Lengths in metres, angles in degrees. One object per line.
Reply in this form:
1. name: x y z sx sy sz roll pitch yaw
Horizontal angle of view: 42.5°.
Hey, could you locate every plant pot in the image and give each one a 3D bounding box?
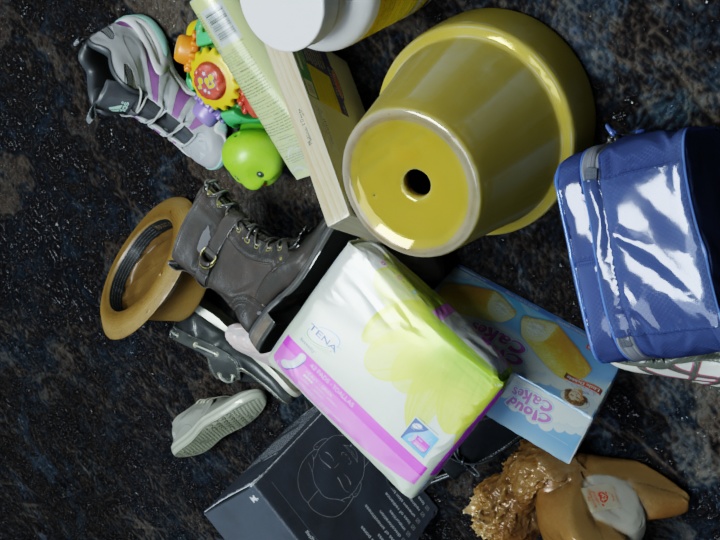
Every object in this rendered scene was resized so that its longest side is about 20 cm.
1. plant pot: 0.084 -0.108 0.811 0.198 0.189 0.203 16 124 25

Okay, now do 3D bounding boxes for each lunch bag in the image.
1. lunch bag: 0.239 -0.027 0.771 0.131 0.135 0.203 -14 87 37

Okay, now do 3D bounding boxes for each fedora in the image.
1. fedora: -0.242 0.008 1.143 0.081 0.203 0.199 30 141 -33

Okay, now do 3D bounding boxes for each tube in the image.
1. tube: -0.089 -0.179 0.882 0.051 0.058 0.202 -29 106 6

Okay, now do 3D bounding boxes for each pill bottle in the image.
1. pill bottle: -0.014 -0.252 0.787 0.110 0.200 0.113 16 124 25

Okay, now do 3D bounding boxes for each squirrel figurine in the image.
1. squirrel figurine: 0.216 0.279 0.994 0.199 0.141 0.188 34 141 19

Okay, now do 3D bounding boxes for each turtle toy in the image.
1. turtle toy: -0.122 -0.187 0.963 0.144 0.101 0.203 -4 113 35

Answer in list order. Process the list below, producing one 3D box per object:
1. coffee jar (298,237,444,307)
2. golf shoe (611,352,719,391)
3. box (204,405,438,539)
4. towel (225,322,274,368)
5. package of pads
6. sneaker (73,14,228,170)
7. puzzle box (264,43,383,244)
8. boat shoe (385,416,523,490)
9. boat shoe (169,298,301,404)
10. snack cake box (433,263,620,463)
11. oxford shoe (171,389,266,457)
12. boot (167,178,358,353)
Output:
1. coffee jar: 0.000 0.000 0.986 0.199 0.085 0.106 -29 59 41
2. golf shoe: 0.313 0.082 0.841 0.198 0.077 0.089 -4 128 41
3. box: -0.043 0.291 1.117 0.201 0.196 0.124 52 131 -2
4. towel: -0.027 0.114 1.041 0.198 0.033 0.191 11 166 30
5. package of pads: 0.028 0.085 0.869 0.200 0.068 0.155 41 107 13
6. sneaker: -0.242 -0.179 1.022 0.201 0.140 0.078 52 131 -2
7. puzzle box: -0.021 -0.125 0.864 0.025 0.133 0.202 -26 72 22
8. boat shoe: 0.108 0.199 1.035 0.198 0.063 0.075 -25 115 27
9. boat shoe: -0.157 0.111 1.164 0.199 0.072 0.068 35 92 19
10. snack cake box: 0.150 0.088 0.926 0.198 0.115 0.068 29 128 17
11. oxford shoe: -0.200 0.197 1.262 0.199 0.075 0.058 -36 57 40
12. boot: -0.109 -0.033 0.951 0.174 0.069 0.201 46 111 20
